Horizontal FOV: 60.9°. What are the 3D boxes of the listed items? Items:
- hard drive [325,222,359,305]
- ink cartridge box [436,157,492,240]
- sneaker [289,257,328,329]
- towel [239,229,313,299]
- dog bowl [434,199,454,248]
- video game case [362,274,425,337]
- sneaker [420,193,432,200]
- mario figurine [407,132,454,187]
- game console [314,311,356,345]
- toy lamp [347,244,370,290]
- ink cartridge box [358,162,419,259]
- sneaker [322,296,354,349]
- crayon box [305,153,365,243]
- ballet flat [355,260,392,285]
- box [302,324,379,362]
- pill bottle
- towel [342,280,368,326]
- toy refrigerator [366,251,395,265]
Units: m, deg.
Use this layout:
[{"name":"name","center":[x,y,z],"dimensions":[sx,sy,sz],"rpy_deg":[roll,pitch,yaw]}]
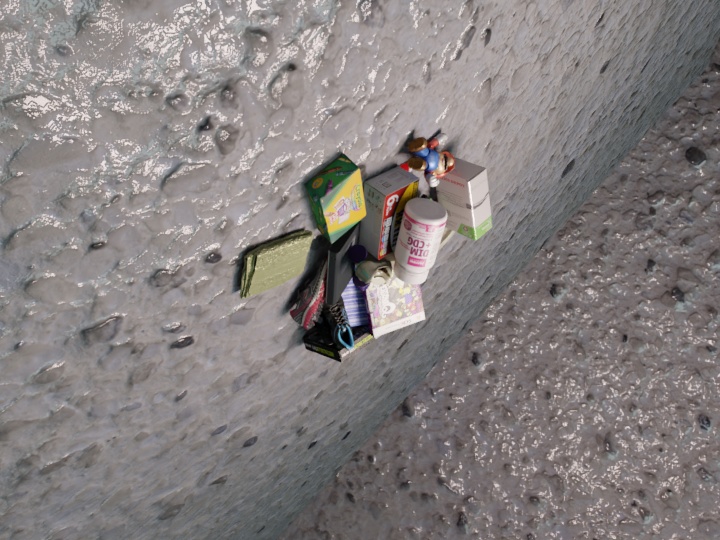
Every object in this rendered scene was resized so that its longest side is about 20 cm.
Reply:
[{"name":"hard drive","center":[-0.047,-0.021,1.623],"dimensions":[0.203,0.032,0.141],"rpy_deg":[96,19,-46]},{"name":"ink cartridge box","center":[0.297,-0.211,1.774],"dimensions":[0.083,0.144,0.203],"rpy_deg":[-34,131,-24]},{"name":"sneaker","center":[-0.131,0.057,1.653],"dimensions":[0.203,0.074,0.080],"rpy_deg":[-65,164,11]},{"name":"towel","center":[-0.199,-0.018,1.444],"dimensions":[0.198,0.036,0.150],"rpy_deg":[-25,149,-40]},{"name":"dog bowl","center":[0.237,-0.142,1.964],"dimensions":[0.199,0.074,0.202],"rpy_deg":[-38,155,-20]},{"name":"video game case","center":[0.097,0.077,1.818],"dimensions":[0.178,0.036,0.205],"rpy_deg":[-17,109,-19]},{"name":"sneaker","center":[0.127,-0.152,1.778],"dimensions":[0.198,0.077,0.085],"rpy_deg":[-37,122,-7]},{"name":"mario figurine","center":[0.200,-0.292,1.601],"dimensions":[0.125,0.106,0.199],"rpy_deg":[-56,157,18]},{"name":"game console","center":[-0.048,0.093,1.802],"dimensions":[0.198,0.178,0.116],"rpy_deg":[-32,-177,-28]},{"name":"toy lamp","center":[0.000,0.000,1.654],"dimensions":[0.058,0.058,0.201],"rpy_deg":[-40,159,-12]},{"name":"ink cartridge box","center":[0.088,-0.160,1.612],"dimensions":[0.174,0.083,0.203],"rpy_deg":[-31,142,-34]},{"name":"sneaker","center":[-0.061,0.129,1.725],"dimensions":[0.072,0.082,0.203],"rpy_deg":[-27,114,-14]},{"name":"crayon box","center":[-0.054,-0.163,1.430],"dimensions":[0.118,0.058,0.201],"rpy_deg":[-40,157,-14]},{"name":"ballet flat","center":[0.048,0.013,1.611],"dimensions":[0.068,0.064,0.199],"rpy_deg":[-52,160,15]},{"name":"box","center":[-0.048,0.199,1.896],"dimensions":[0.198,0.191,0.049],"rpy_deg":[-30,117,-33]},{"name":"pill bottle","center":[0.150,-0.073,1.589],"dimensions":[0.112,0.113,0.204],"rpy_deg":[-24,138,-41]},{"name":"towel","center":[-0.008,0.069,1.803],"dimensions":[0.142,0.024,0.205],"rpy_deg":[-4,106,-40]},{"name":"toy refrigerator","center":[0.101,-0.053,1.729],"dimensions":[0.195,0.072,0.076],"rpy_deg":[-5,168,11]}]
